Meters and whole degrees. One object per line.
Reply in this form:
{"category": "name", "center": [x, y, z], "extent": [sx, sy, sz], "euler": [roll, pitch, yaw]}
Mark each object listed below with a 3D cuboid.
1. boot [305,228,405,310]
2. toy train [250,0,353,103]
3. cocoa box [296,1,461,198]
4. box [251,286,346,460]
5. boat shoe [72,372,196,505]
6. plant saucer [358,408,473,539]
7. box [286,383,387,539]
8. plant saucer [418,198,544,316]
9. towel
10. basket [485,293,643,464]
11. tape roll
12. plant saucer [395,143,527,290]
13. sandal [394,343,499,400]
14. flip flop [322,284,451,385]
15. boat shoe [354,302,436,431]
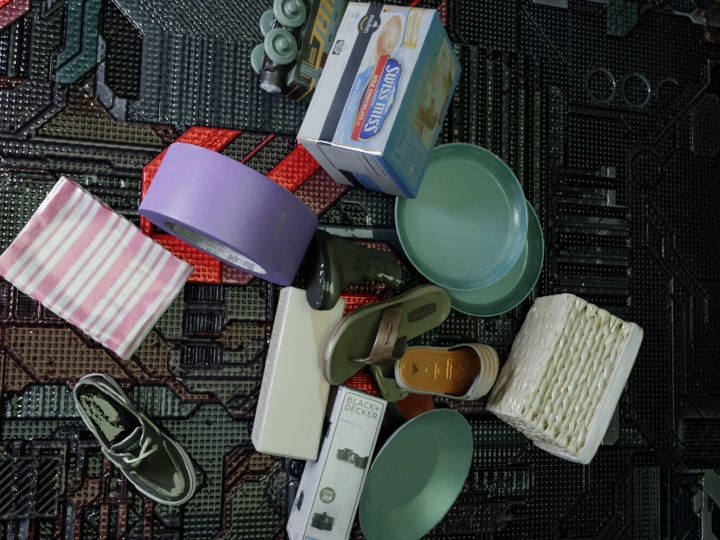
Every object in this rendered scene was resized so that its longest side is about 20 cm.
{"category": "boot", "center": [0.000, 0.000, 0.827], "extent": [0.128, 0.201, 0.069], "euler": [13, 109, -9]}
{"category": "toy train", "center": [-0.075, -0.326, 0.891], "extent": [0.112, 0.085, 0.204], "euler": [18, 78, -26]}
{"category": "cocoa box", "center": [0.030, -0.219, 0.856], "extent": [0.129, 0.133, 0.203], "euler": [16, 80, 28]}
{"category": "box", "center": [-0.081, 0.129, 0.845], "extent": [0.076, 0.095, 0.204], "euler": [12, 84, -13]}
{"category": "boat shoe", "center": [-0.278, 0.212, 0.802], "extent": [0.071, 0.064, 0.201], "euler": [-43, 97, -13]}
{"category": "plant saucer", "center": [0.067, 0.268, 0.872], "extent": [0.198, 0.038, 0.205], "euler": [-16, 117, -33]}
{"category": "box", "center": [-0.032, 0.249, 0.836], "extent": [0.059, 0.117, 0.204], "euler": [18, 81, -9]}
{"category": "plant saucer", "center": [0.173, -0.035, 0.957], "extent": [0.196, 0.027, 0.205], "euler": [1, 85, -15]}
{"category": "towel", "center": [-0.329, -0.002, 0.823], "extent": [0.199, 0.030, 0.148], "euler": [36, 79, -10]}
{"category": "basket", "center": [0.278, 0.142, 0.918], "extent": [0.122, 0.135, 0.202], "euler": [30, 79, -6]}
{"category": "tape roll", "center": [-0.154, -0.063, 0.785], "extent": [0.197, 0.200, 0.086], "euler": [26, 79, -11]}
{"category": "plant saucer", "center": [0.139, -0.074, 0.916], "extent": [0.196, 0.027, 0.205], "euler": [1, 86, -14]}
{"category": "sandal", "center": [0.133, 0.138, 0.884], "extent": [0.204, 0.059, 0.081], "euler": [6, 83, -41]}
{"category": "flip flop", "center": [0.039, 0.081, 0.820], "extent": [0.197, 0.057, 0.082], "euler": [-23, 124, -23]}
{"category": "boat shoe", "center": [0.050, 0.135, 0.894], "extent": [0.070, 0.062, 0.203], "euler": [-29, 94, -17]}
